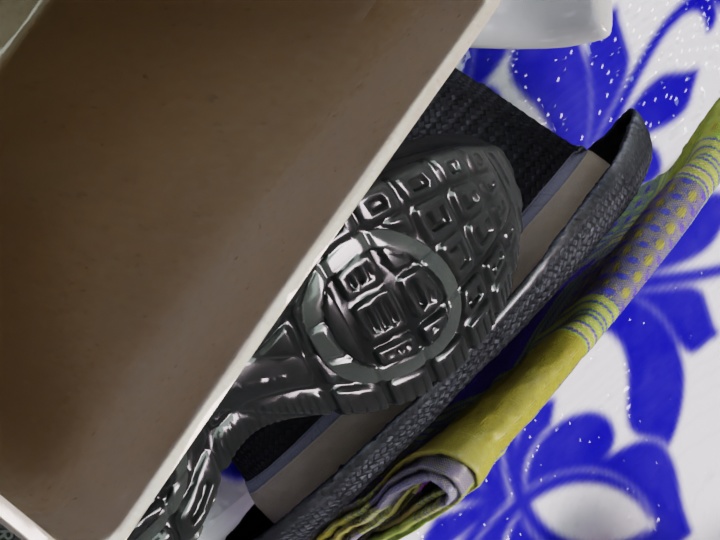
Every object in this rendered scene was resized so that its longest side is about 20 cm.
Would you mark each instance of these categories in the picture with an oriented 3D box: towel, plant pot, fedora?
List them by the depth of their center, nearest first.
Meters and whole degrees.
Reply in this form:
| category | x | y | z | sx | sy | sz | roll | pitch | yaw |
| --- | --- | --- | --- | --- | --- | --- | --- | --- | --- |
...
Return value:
| category | x | y | z | sx | sy | sz | roll | pitch | yaw |
| --- | --- | --- | --- | --- | --- | --- | --- | --- | --- |
| plant pot | -0.122 | -0.068 | 0.783 | 0.200 | 0.177 | 0.200 | 43 | 72 | -28 |
| fedora | 0.000 | 0.000 | 0.967 | 0.092 | 0.201 | 0.201 | 44 | 68 | -2 |
| towel | 0.054 | 0.025 | 1.003 | 0.023 | 0.144 | 0.200 | 43 | 60 | -2 |

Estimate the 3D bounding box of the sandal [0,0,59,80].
| category | x | y | z | sx | sy | sz | roll | pitch | yaw |
| --- | --- | --- | --- | --- | --- | --- | --- | --- | --- |
| sandal | -0.095 | -0.015 | 0.926 | 0.076 | 0.043 | 0.200 | -11 | 109 | -39 |

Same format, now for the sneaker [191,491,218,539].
| category | x | y | z | sx | sy | sz | roll | pitch | yaw |
| --- | --- | --- | --- | --- | --- | --- | --- | --- | --- |
| sneaker | -0.130 | 0.079 | 0.884 | 0.200 | 0.078 | 0.090 | -33 | 112 | -13 |

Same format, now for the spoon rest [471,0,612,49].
| category | x | y | z | sx | sy | sz | roll | pitch | yaw |
| --- | --- | --- | --- | --- | --- | --- | --- | --- | --- |
| spoon rest | -0.010 | -0.105 | 0.965 | 0.200 | 0.061 | 0.099 | 12 | 68 | -36 |

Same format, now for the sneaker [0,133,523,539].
| category | x | y | z | sx | sy | sz | roll | pitch | yaw |
| --- | --- | --- | --- | --- | --- | --- | --- | --- | --- |
| sneaker | -0.043 | 0.014 | 0.853 | 0.200 | 0.091 | 0.076 | -31 | 126 | -20 |
